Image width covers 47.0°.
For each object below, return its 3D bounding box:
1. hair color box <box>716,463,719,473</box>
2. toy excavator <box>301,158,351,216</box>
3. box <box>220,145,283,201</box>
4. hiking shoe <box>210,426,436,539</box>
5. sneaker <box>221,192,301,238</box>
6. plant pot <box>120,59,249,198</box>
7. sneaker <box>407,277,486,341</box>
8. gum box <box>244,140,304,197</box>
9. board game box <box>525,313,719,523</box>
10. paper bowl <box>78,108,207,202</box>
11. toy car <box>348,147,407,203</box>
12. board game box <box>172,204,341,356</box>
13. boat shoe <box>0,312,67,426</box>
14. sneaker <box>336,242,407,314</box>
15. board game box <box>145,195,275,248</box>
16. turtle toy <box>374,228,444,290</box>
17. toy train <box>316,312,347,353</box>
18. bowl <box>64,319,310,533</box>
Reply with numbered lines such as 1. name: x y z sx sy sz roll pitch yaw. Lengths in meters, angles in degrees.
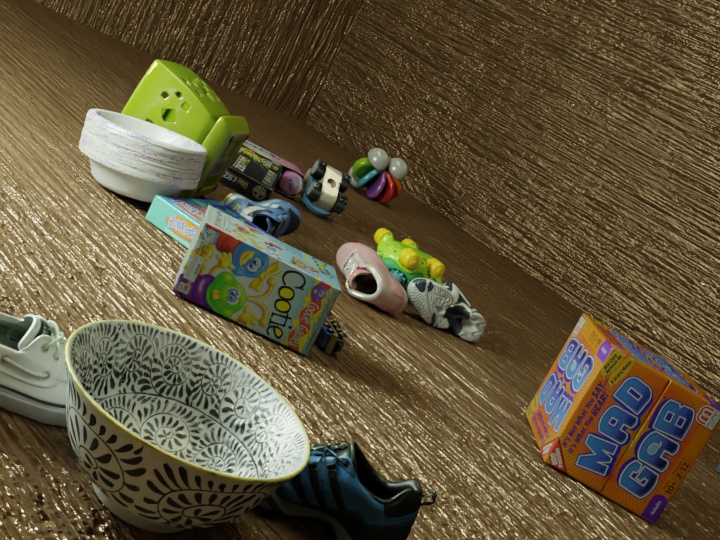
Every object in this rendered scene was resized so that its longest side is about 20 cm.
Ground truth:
1. hair color box: 0.871 0.470 1.760 0.099 0.061 0.200 20 16 -36
2. toy excavator: -0.111 -0.209 2.125 0.098 0.199 0.198 24 57 -22
3. box: -0.265 -0.231 1.894 0.159 0.050 0.201 28 20 -7
4. hiking shoe: -0.037 0.175 0.722 0.197 0.088 0.074 29 12 -3
5. sneaker: -0.173 -0.086 1.525 0.082 0.075 0.198 38 22 31
6. plant pot: -0.325 -0.245 1.522 0.180 0.201 0.200 35 11 -1
7. sneaker: 0.158 0.060 1.690 0.196 0.081 0.130 24 11 -25
8. gum box: -0.238 -0.259 2.075 0.197 0.067 0.114 24 12 -23
9. board game box: 0.406 0.225 1.307 0.197 0.203 0.200 29 11 -3
10. paper bowl: -0.354 -0.179 1.338 0.196 0.107 0.201 19 12 -4
11. toy car: 0.060 -0.311 2.867 0.197 0.174 0.153 22 50 -34
12. board game box: -0.138 0.012 1.110 0.197 0.104 0.105 26 12 -14
13. boat shoe: -0.266 0.070 0.657 0.197 0.068 0.074 21 15 -37
14. sneaker: 0.000 0.000 1.560 0.104 0.076 0.200 24 17 -50
15. board game box: -0.230 -0.062 1.341 0.151 0.046 0.199 33 13 16
16. turtle toy: 0.104 -0.001 1.754 0.197 0.103 0.146 21 12 -37
17. toy train: -0.069 0.065 1.231 0.045 0.035 0.200 19 16 -29
18. bowl: -0.145 0.131 0.627 0.198 0.095 0.201 29 11 -6
